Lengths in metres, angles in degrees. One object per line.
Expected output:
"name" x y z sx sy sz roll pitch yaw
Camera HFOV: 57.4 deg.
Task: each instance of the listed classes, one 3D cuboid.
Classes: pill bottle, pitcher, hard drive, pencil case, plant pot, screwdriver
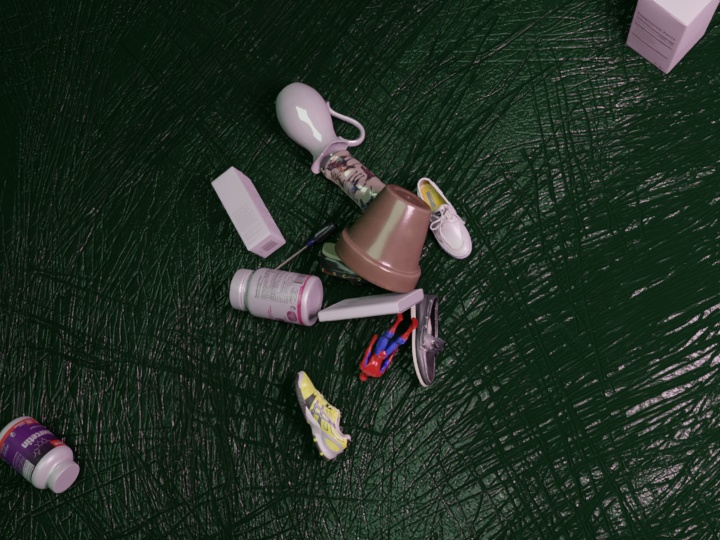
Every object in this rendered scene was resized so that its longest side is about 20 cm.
"pill bottle" -0.788 0.455 1.613 0.197 0.112 0.114 29 88 17
"pitcher" -0.098 -0.357 1.579 0.170 0.122 0.202 -29 75 -23
"hard drive" 0.023 0.076 1.423 0.196 0.131 0.027 -9 97 30
"pill bottle" -0.195 0.057 1.522 0.195 0.113 0.116 8 82 17
"pencil case" -0.001 -0.193 1.532 0.089 0.078 0.200 -40 72 -18
"plant pot" 0.068 -0.078 1.402 0.199 0.199 0.177 36 111 18
"screwdriver" -0.140 -0.053 1.573 0.198 0.028 0.029 -33 43 8

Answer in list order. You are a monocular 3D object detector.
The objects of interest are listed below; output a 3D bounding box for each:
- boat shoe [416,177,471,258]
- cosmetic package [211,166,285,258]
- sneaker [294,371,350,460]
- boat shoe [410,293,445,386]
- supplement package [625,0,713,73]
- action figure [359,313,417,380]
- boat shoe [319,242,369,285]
"boat shoe" 0.183 -0.122 1.465 0.073 0.086 0.205 -27 74 9
"cosmetic package" -0.269 -0.139 1.584 0.071 0.101 0.202 -33 73 7
"sneaker" -0.087 0.316 1.475 0.075 0.075 0.203 -26 85 1
"boat shoe" 0.153 0.148 1.432 0.065 0.074 0.204 -10 68 25
"supplement package" 0.645 -0.529 1.353 0.121 0.200 0.120 -46 73 2
"action figure" 0.051 0.172 1.439 0.064 0.052 0.202 24 118 -18
"boat shoe" 0.001 -0.001 1.509 0.197 0.074 0.064 18 121 8
